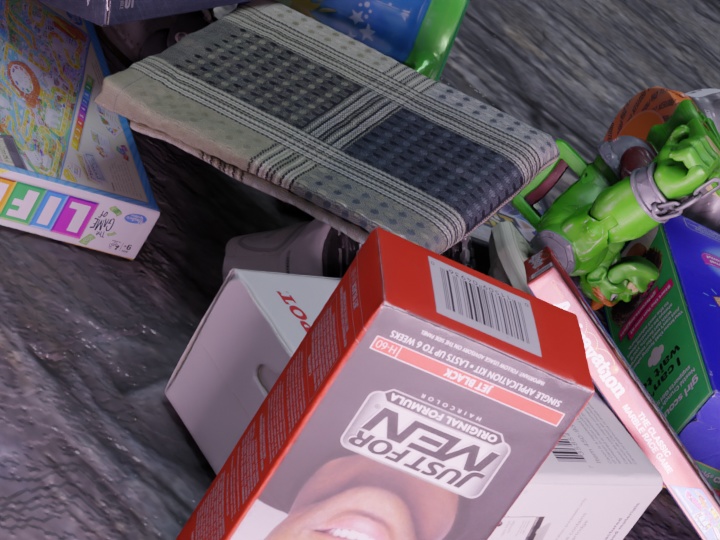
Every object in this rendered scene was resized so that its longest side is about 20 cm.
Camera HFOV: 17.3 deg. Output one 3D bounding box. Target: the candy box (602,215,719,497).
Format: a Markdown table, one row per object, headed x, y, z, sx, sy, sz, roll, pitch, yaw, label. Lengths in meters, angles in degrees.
| x | y | z | sx | sy | sz | roll | pitch | yaw | label |
| --- | --- | --- | --- | --- | --- | --- | --- | --- | --- |
| 0.241 | 0.069 | 1.413 | 0.169 | 0.077 | 0.200 | 24 | 27 | -18 | candy box |

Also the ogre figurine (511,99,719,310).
| x | y | z | sx | sy | sz | roll | pitch | yaw | label |
| --- | --- | --- | --- | --- | --- | --- | --- | --- | --- |
| 0.156 | -0.044 | 1.375 | 0.098 | 0.120 | 0.200 | 53 | 13 | -21 | ogre figurine |

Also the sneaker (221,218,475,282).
| x | y | z | sx | sy | sz | roll | pitch | yaw | label |
| --- | --- | --- | --- | --- | --- | --- | --- | --- | --- |
| 0.000 | 0.000 | 1.285 | 0.081 | 0.075 | 0.200 | -4 | -7 | 30 | sneaker |

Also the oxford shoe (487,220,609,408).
| x | y | z | sx | sy | sz | roll | pitch | yaw | label |
| --- | --- | --- | --- | --- | --- | --- | --- | --- | --- |
| 0.090 | 0.036 | 1.329 | 0.075 | 0.058 | 0.200 | 48 | 16 | -28 | oxford shoe |

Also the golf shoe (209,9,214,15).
| x | y | z | sx | sy | sz | roll | pitch | yaw | label |
| --- | --- | --- | --- | --- | --- | --- | --- | --- | --- |
| -0.153 | -0.233 | 1.491 | 0.200 | 0.088 | 0.077 | 41 | 30 | 19 | golf shoe |

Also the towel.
| x | y | z | sx | sy | sz | roll | pitch | yaw | label |
| --- | --- | --- | --- | --- | --- | --- | --- | --- | --- |
| -0.016 | -0.073 | 1.250 | 0.200 | 0.035 | 0.193 | 28 | 30 | 14 | towel |

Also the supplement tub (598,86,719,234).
| x | y | z | sx | sy | sz | roll | pitch | yaw | label |
| --- | --- | --- | --- | --- | --- | --- | --- | --- | --- |
| 0.263 | -0.047 | 1.577 | 0.200 | 0.123 | 0.123 | 19 | 30 | -26 | supplement tub |

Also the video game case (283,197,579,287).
| x | y | z | sx | sy | sz | roll | pitch | yaw | label |
| --- | --- | --- | --- | --- | --- | --- | --- | --- | --- |
| 0.029 | -0.068 | 1.474 | 0.200 | 0.026 | 0.181 | 18 | 30 | -25 | video game case |

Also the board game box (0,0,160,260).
| x | y | z | sx | sy | sz | roll | pitch | yaw | label |
| --- | --- | --- | --- | --- | --- | --- | --- | --- | --- |
| -0.193 | -0.094 | 1.274 | 0.134 | 0.034 | 0.200 | 16 | 31 | -30 | board game box |

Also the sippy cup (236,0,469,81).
| x | y | z | sx | sy | sz | roll | pitch | yaw | label |
| --- | --- | --- | --- | --- | --- | --- | --- | --- | --- |
| -0.003 | -0.166 | 1.447 | 0.130 | 0.140 | 0.178 | 21 | 2 | 0 | sippy cup |

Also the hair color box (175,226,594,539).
| x | y | z | sx | sy | sz | roll | pitch | yaw | label |
| --- | --- | --- | --- | --- | --- | --- | --- | --- | --- |
| 0.002 | 0.089 | 0.993 | 0.101 | 0.200 | 0.061 | 23 | 29 | -17 | hair color box |

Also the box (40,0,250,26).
| x | y | z | sx | sy | sz | roll | pitch | yaw | label |
| --- | --- | --- | --- | --- | --- | --- | --- | --- | --- |
| -0.149 | -0.195 | 1.339 | 0.200 | 0.051 | 0.158 | 25 | 29 | 35 | box |

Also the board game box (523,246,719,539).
| x | y | z | sx | sy | sz | roll | pitch | yaw | label |
| --- | --- | --- | --- | --- | --- | --- | --- | --- | --- |
| 0.149 | 0.079 | 1.247 | 0.200 | 0.019 | 0.103 | 55 | 7 | -4 | board game box |

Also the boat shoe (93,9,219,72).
| x | y | z | sx | sy | sz | roll | pitch | yaw | label |
| --- | --- | --- | --- | --- | --- | --- | --- | --- | --- |
| -0.104 | -0.125 | 1.367 | 0.060 | 0.074 | 0.200 | 19 | 25 | -50 | boat shoe |

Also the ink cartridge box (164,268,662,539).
| x | y | z | sx | sy | sz | roll | pitch | yaw | label |
| --- | --- | --- | --- | --- | --- | --- | --- | --- | --- |
| 0.026 | 0.081 | 1.160 | 0.200 | 0.083 | 0.147 | 6 | 36 | -42 | ink cartridge box |
